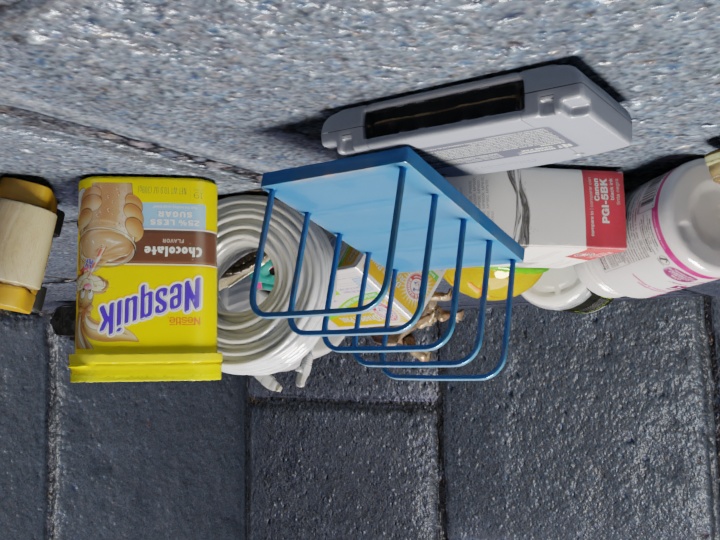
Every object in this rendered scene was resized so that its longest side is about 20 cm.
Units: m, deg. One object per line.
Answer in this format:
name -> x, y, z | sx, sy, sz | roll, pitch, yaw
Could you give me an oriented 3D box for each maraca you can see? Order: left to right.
maraca -> 0.146, -0.021, 1.072 | 0.199, 0.108, 0.137 | 14, -172, 40

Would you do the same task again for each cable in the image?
cable -> -0.124, 0.015, 0.923 | 0.199, 0.201, 0.069 | 20, 176, 20

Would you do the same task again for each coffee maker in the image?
coffee maker -> -0.809, 0.148, 2.517 | 0.191, 0.135, 0.200 | -24, 176, -4

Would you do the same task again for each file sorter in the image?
file sorter -> 0.025, 0.007, 0.679 | 0.138, 0.123, 0.200 | -4, 158, 36

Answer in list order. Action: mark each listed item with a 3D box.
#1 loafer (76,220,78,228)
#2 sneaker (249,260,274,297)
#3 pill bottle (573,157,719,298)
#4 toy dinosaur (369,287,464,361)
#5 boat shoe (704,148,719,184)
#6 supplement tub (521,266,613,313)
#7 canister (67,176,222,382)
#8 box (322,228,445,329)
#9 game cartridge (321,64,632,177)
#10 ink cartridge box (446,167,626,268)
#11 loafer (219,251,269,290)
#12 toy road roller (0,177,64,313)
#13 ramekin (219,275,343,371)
loafer -> -0.263, -0.045, 1.021 | 0.072, 0.073, 0.200 | 27, -176, 16
sneaker -> -0.068, 0.004, 1.169 | 0.199, 0.121, 0.084 | 1, 175, -26
pill bottle -> 0.306, -0.033, 0.857 | 0.113, 0.114, 0.200 | 1, 170, -13
toy dinosaur -> 0.052, 0.050, 1.114 | 0.135, 0.086, 0.200 | 16, -136, 25
boat shoe -> 0.390, -0.076, 0.744 | 0.199, 0.067, 0.074 | 2, 173, -26
supplement tub -> 0.298, -0.002, 1.172 | 0.122, 0.123, 0.200 | -4, 173, 29
canister -> -0.215, 0.011, 0.844 | 0.148, 0.201, 0.087 | 0, 174, -10
box -> 0.000, 0.000, 1.049 | 0.112, 0.102, 0.200 | 42, 154, -22
game cartridge -> 0.088, -0.102, 0.617 | 0.199, 0.042, 0.133 | -5, 177, 33
ink cartridge box -> 0.146, -0.052, 0.855 | 0.199, 0.083, 0.147 | 1, 173, -14
loafer -> -0.181, -0.012, 1.023 | 0.199, 0.076, 0.068 | -29, 179, 3
toy road roller -> -0.397, -0.028, 0.869 | 0.145, 0.123, 0.200 | 13, 171, -17
ramekin -> -0.106, 0.049, 1.281 | 0.200, 0.201, 0.098 | 4, 165, -39
